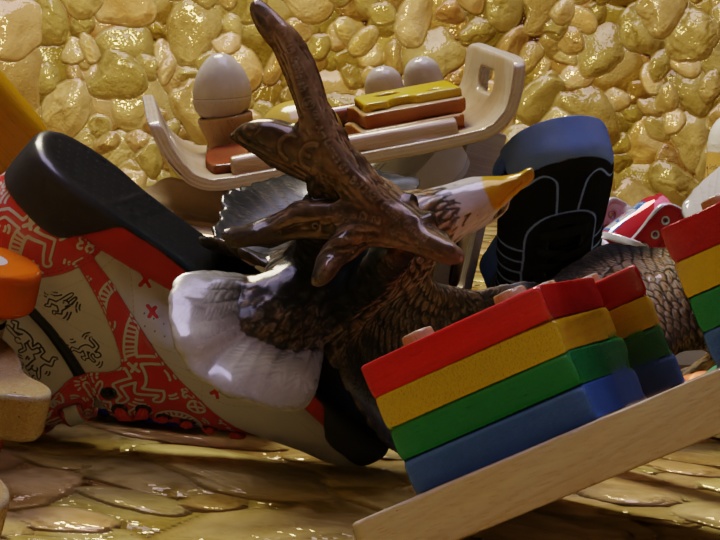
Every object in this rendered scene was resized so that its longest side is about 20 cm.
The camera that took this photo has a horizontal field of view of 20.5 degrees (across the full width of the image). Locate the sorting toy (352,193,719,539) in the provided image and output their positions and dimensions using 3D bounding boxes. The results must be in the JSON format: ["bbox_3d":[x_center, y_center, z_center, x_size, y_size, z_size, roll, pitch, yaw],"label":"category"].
[{"bbox_3d":[0.109,0.025,0.709,0.199,0.070,0.198,-26,-7,21],"label":"sorting toy"}]

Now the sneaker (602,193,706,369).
[{"bbox_3d":[0.139,0.004,1.262,0.198,0.114,0.071,3,5,-29],"label":"sneaker"}]

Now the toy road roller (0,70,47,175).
[{"bbox_3d":[-0.226,-0.060,0.904,0.123,0.146,0.200,52,2,-36],"label":"toy road roller"}]

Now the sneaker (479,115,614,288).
[{"bbox_3d":[0.108,-0.008,1.100,0.069,0.079,0.200,-10,-26,-7],"label":"sneaker"}]

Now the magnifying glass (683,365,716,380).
[{"bbox_3d":[0.166,0.050,0.848,0.199,0.080,0.022,-21,16,47],"label":"magnifying glass"}]

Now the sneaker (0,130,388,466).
[{"bbox_3d":[-0.090,0.040,0.847,0.201,0.108,0.067,39,20,-16],"label":"sneaker"}]

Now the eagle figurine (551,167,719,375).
[{"bbox_3d":[0.179,0.019,1.016,0.151,0.153,0.199,35,17,35],"label":"eagle figurine"}]

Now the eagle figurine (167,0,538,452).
[{"bbox_3d":[0.007,-0.001,0.823,0.149,0.153,0.200,4,-16,4],"label":"eagle figurine"}]

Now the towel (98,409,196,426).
[{"bbox_3d":[-0.094,0.041,0.993,0.146,0.050,0.200,10,8,15],"label":"towel"}]

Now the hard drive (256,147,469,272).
[{"bbox_3d":[-0.042,-0.018,1.167,0.199,0.027,0.132,-9,31,47],"label":"hard drive"}]

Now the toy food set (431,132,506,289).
[{"bbox_3d":[0.016,-0.024,1.238,0.060,0.145,0.200,12,2,-24],"label":"toy food set"}]

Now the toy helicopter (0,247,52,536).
[{"bbox_3d":[-0.169,0.047,0.695,0.131,0.080,0.200,10,15,-24],"label":"toy helicopter"}]

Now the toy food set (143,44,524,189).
[{"bbox_3d":[-0.018,-0.095,1.087,0.198,0.061,0.144,-11,11,-6],"label":"toy food set"}]

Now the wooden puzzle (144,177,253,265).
[{"bbox_3d":[-0.131,-0.011,1.007,0.199,0.047,0.184,-5,13,-40],"label":"wooden puzzle"}]

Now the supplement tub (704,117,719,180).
[{"bbox_3d":[0.311,-0.037,1.406,0.143,0.202,0.144,5,4,0],"label":"supplement tub"}]
